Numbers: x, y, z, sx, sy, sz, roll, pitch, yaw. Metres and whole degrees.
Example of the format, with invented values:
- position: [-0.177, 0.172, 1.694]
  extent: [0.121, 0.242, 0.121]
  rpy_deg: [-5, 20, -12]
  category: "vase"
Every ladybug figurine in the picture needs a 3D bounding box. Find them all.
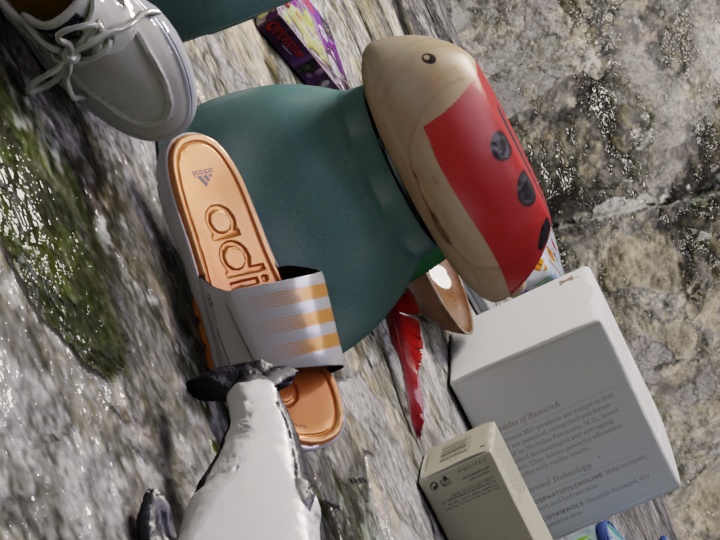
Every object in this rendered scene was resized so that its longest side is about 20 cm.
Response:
- position: [0.069, -0.069, 1.080]
  extent: [0.201, 0.072, 0.136]
  rpy_deg: [60, 13, -26]
  category: "ladybug figurine"

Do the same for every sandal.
- position: [-0.061, 0.007, 0.971]
  extent: [0.079, 0.059, 0.208]
  rpy_deg: [-18, 81, -41]
  category: "sandal"

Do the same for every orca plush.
- position: [-0.068, 0.133, 0.812]
  extent: [0.104, 0.071, 0.201]
  rpy_deg: [5, 40, -23]
  category: "orca plush"

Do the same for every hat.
- position: [0.000, 0.000, 1.434]
  extent: [0.199, 0.176, 0.166]
  rpy_deg: [22, -22, 45]
  category: "hat"

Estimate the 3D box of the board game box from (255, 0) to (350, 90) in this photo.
- position: [-0.064, -0.240, 1.618]
  extent: [0.200, 0.032, 0.121]
  rpy_deg: [45, 19, -59]
  category: "board game box"

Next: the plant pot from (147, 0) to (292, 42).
- position: [-0.120, -0.246, 1.022]
  extent: [0.200, 0.199, 0.198]
  rpy_deg: [-73, 145, -73]
  category: "plant pot"

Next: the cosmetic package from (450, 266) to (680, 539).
- position: [0.206, 0.136, 1.698]
  extent: [0.201, 0.165, 0.168]
  rpy_deg: [63, 12, -14]
  category: "cosmetic package"

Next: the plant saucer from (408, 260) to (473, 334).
- position: [0.056, -0.020, 1.674]
  extent: [0.201, 0.036, 0.201]
  rpy_deg: [60, 12, -22]
  category: "plant saucer"

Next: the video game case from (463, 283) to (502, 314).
- position: [0.126, -0.031, 2.043]
  extent: [0.183, 0.022, 0.201]
  rpy_deg: [58, 14, -30]
  category: "video game case"

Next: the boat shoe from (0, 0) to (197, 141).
- position: [-0.156, -0.135, 0.881]
  extent: [0.202, 0.074, 0.086]
  rpy_deg: [56, 14, -31]
  category: "boat shoe"

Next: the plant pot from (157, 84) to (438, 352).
- position: [-0.028, -0.043, 1.108]
  extent: [0.201, 0.133, 0.201]
  rpy_deg: [59, 13, -23]
  category: "plant pot"

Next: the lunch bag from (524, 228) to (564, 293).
- position: [0.237, -0.055, 2.455]
  extent: [0.201, 0.075, 0.160]
  rpy_deg: [69, 15, 16]
  category: "lunch bag"

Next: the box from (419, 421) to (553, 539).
- position: [0.122, 0.234, 1.368]
  extent: [0.201, 0.068, 0.082]
  rpy_deg: [64, 12, -7]
  category: "box"

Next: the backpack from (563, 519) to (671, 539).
- position: [0.259, 0.336, 1.573]
  extent: [0.200, 0.146, 0.184]
  rpy_deg: [51, 16, -41]
  category: "backpack"
